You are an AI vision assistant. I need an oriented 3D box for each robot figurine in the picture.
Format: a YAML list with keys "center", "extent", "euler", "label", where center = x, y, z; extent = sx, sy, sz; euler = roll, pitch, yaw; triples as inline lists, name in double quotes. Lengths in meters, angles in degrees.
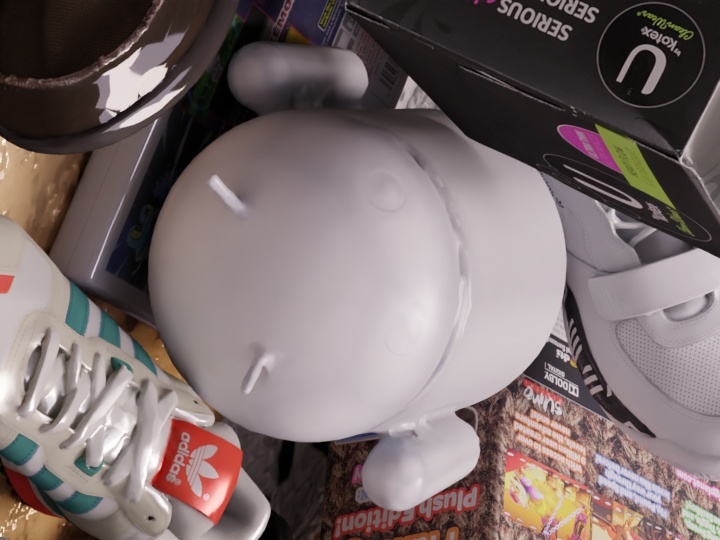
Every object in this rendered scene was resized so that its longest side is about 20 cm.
- center: [0.000, 0.000, 0.996]
  extent: [0.200, 0.113, 0.170]
  euler: [-6, 73, -64]
  label: "robot figurine"

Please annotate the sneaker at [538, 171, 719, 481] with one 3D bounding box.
- center: [0.104, -0.022, 1.053]
  extent: [0.075, 0.200, 0.115]
  euler: [-22, 157, -7]
  label: "sneaker"

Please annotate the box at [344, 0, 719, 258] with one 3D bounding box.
- center: [0.111, -0.124, 0.916]
  extent: [0.200, 0.124, 0.149]
  euler: [-61, 158, -5]
  label: "box"

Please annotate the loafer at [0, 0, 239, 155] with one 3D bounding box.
- center: [-0.069, -0.128, 0.876]
  extent: [0.200, 0.073, 0.071]
  euler: [-66, 147, -23]
  label: "loafer"

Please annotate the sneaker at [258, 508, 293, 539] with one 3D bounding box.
- center: [-0.053, 0.144, 1.095]
  extent: [0.098, 0.071, 0.200]
  euler: [-58, 152, -23]
  label: "sneaker"

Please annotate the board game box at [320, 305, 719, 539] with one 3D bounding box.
- center: [0.073, 0.101, 1.151]
  extent: [0.159, 0.097, 0.200]
  euler: [29, 54, -38]
  label: "board game box"

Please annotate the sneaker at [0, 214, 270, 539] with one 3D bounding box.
- center: [-0.086, 0.041, 0.919]
  extent: [0.070, 0.093, 0.200]
  euler: [-64, 156, -16]
  label: "sneaker"

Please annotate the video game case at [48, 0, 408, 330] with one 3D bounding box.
- center: [-0.033, -0.068, 1.044]
  extent: [0.200, 0.023, 0.182]
  euler: [-67, 157, -6]
  label: "video game case"

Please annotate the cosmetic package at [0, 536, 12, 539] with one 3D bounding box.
- center: [-0.086, 0.181, 0.871]
  extent: [0.200, 0.166, 0.167]
  euler: [27, 83, -49]
  label: "cosmetic package"
